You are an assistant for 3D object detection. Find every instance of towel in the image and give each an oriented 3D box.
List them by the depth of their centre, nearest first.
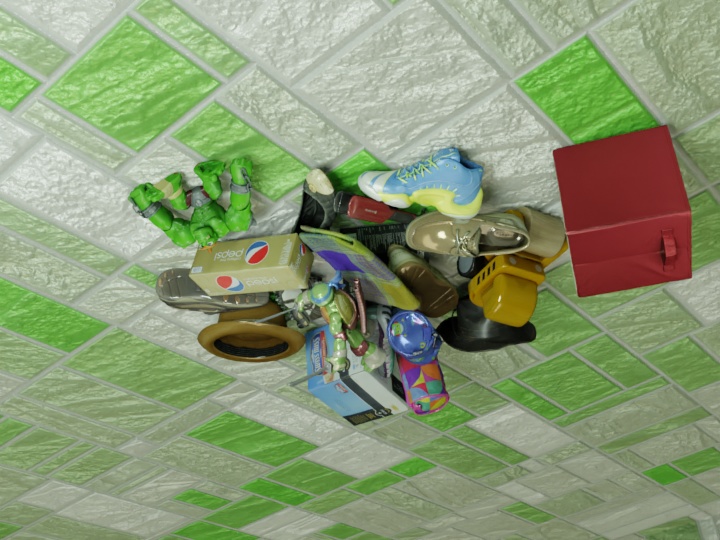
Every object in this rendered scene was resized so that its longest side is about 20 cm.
[{"bbox_3d":[0.000,0.000,1.407,0.143,0.023,0.200,15,157,44],"label":"towel"}]

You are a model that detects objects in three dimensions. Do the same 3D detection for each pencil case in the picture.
[{"bbox_3d":[0.099,0.120,1.561,0.085,0.079,0.200,5,170,10],"label":"pencil case"},{"bbox_3d":[0.106,0.173,1.692,0.087,0.202,0.089,-12,146,-8],"label":"pencil case"}]

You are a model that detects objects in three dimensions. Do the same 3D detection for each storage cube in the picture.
[{"bbox_3d":[0.404,-0.089,1.369,0.177,0.202,0.172,-11,142,13],"label":"storage cube"}]

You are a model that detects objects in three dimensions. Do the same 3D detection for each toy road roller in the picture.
[{"bbox_3d":[0.266,0.003,1.515,0.121,0.148,0.200,14,140,-27],"label":"toy road roller"}]

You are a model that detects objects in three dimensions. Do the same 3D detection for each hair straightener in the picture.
[{"bbox_3d":[0.030,-0.101,1.407,0.198,0.076,0.042,0,106,-45],"label":"hair straightener"}]

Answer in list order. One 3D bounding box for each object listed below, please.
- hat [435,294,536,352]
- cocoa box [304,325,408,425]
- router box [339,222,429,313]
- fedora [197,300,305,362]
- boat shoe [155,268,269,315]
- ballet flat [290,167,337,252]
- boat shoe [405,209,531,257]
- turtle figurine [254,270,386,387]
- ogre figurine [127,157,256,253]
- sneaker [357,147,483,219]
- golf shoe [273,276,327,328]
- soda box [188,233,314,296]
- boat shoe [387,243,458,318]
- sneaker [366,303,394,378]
[{"bbox_3d":[0.232,0.081,1.644,0.197,0.201,0.082,-4,106,-3],"label":"hat"},{"bbox_3d":[-0.008,0.201,1.758,0.130,0.135,0.200,-20,143,19],"label":"cocoa box"},{"bbox_3d":[0.042,0.001,1.548,0.147,0.063,0.201,-6,145,-3],"label":"router box"},{"bbox_3d":[-0.198,0.105,1.628,0.197,0.083,0.201,-2,153,-1],"label":"fedora"},{"bbox_3d":[-0.257,0.038,1.555,0.197,0.076,0.074,7,154,-3],"label":"boat shoe"},{"bbox_3d":[-0.076,-0.086,1.398,0.057,0.067,0.201,-33,157,-27],"label":"ballet flat"},{"bbox_3d":[0.171,-0.055,1.404,0.197,0.065,0.073,0,113,-5],"label":"boat shoe"},{"bbox_3d":[-0.057,0.105,1.447,0.143,0.202,0.194,22,169,42],"label":"turtle figurine"},{"bbox_3d":[-0.240,-0.098,1.344,0.198,0.098,0.121,-25,125,0],"label":"ogre figurine"},{"bbox_3d":[0.099,-0.149,1.359,0.197,0.076,0.106,10,116,-12],"label":"sneaker"},{"bbox_3d":[-0.102,0.030,1.562,0.093,0.079,0.200,-22,156,5],"label":"golf shoe"},{"bbox_3d":[-0.178,-0.007,1.452,0.197,0.065,0.068,-4,145,27],"label":"soda box"},{"bbox_3d":[0.107,0.017,1.487,0.073,0.063,0.200,-33,144,8],"label":"boat shoe"},{"bbox_3d":[0.019,0.124,1.620,0.086,0.075,0.201,1,139,6],"label":"sneaker"}]
